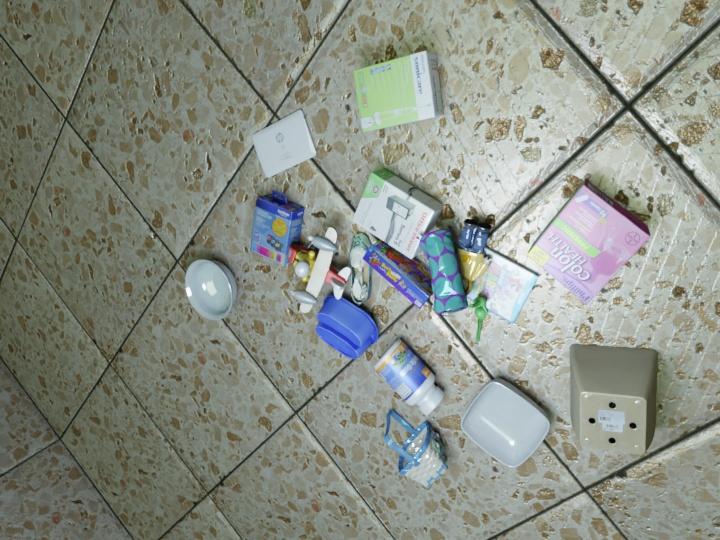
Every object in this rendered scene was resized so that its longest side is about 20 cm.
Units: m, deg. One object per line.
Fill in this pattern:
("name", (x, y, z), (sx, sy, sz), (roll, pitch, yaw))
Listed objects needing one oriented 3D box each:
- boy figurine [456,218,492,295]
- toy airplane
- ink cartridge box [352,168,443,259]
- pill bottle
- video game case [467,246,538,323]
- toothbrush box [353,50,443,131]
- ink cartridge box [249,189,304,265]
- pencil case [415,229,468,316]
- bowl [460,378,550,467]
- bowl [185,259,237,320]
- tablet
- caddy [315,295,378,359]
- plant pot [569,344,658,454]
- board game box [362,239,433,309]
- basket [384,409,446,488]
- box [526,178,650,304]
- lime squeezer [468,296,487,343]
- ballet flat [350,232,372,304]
("boy figurine", (0.265, -0.025, 1.330), (0.121, 0.064, 0.206), (20, 111, 17))
("toy airplane", (-0.125, 0.002, 1.480), (0.195, 0.139, 0.207), (-18, 82, 34))
("ink cartridge box", (0.097, -0.150, 1.384), (0.197, 0.084, 0.149), (32, 118, 15))
("pill bottle", (0.141, 0.304, 1.488), (0.200, 0.112, 0.113), (44, 120, 7))
("video game case", (0.336, 0.027, 1.355), (0.196, 0.018, 0.147), (30, 116, 16))
("toothbrush box", (0.094, -0.436, 1.296), (0.194, 0.086, 0.151), (-4, 104, 29))
("ink cartridge box", (-0.248, -0.137, 1.573), (0.133, 0.076, 0.206), (21, 113, 20))
("pencil case", (0.201, 0.005, 1.295), (0.090, 0.085, 0.207), (-13, 86, 18))
("bowl", (0.389, 0.399, 1.412), (0.197, 0.074, 0.204), (35, 117, 13))
("bowl", (-0.475, 0.051, 1.738), (0.195, 0.090, 0.208), (9, 110, 25))
("tablet", (-0.223, -0.363, 1.524), (0.195, 0.014, 0.134), (-16, 97, 30))
("caddy", (-0.040, 0.159, 1.544), (0.197, 0.105, 0.144), (31, 141, 15))
("plant pot", (0.584, 0.310, 1.224), (0.194, 0.176, 0.207), (1, 107, 26))
("board game box", (0.114, -0.002, 1.393), (0.199, 0.134, 0.045), (41, 120, 9))
("basket", (0.150, 0.502, 1.517), (0.197, 0.177, 0.141), (35, 104, -3))
("box", (0.510, -0.066, 1.191), (0.175, 0.096, 0.202), (40, 120, 10))
("lime squeezer", (0.306, 0.113, 1.355), (0.036, 0.073, 0.202), (1, 148, 18))
("ballet flat", (0.000, 0.000, 1.491), (0.072, 0.074, 0.207), (3, 107, 25))
